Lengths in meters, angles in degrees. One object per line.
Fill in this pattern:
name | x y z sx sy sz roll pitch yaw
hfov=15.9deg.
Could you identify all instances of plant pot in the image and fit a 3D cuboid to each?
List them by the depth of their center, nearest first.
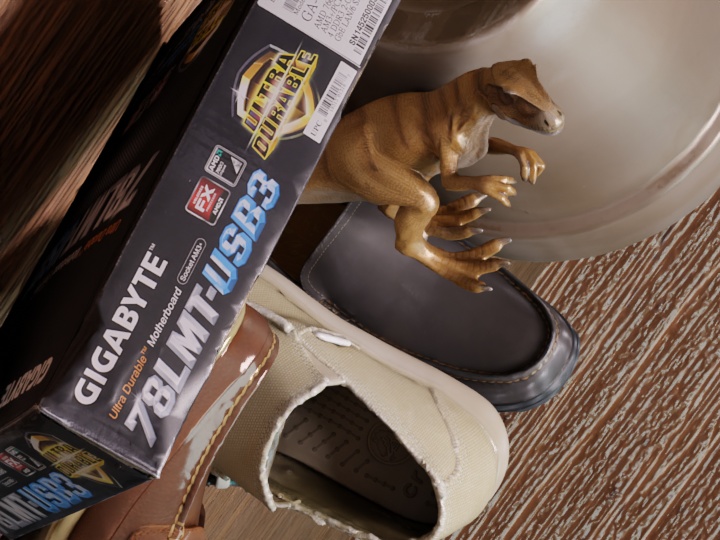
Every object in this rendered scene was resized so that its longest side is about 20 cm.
plant pot | 0.058 -0.118 1.042 0.200 0.200 0.173 -54 155 3

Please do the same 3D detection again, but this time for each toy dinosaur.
toy dinosaur | 0.005 -0.040 0.996 0.200 0.106 0.061 -18 -142 34

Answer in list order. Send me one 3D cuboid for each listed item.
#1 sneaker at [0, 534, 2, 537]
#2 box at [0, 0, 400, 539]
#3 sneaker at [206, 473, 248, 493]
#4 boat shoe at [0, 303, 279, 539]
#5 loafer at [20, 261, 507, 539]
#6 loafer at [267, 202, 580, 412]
sneaker | -0.152 0.085 0.998 0.200 0.076 0.116 -41 162 -55
box | -0.067 -0.014 0.857 0.199 0.050 0.200 -62 -169 -19
sneaker | -0.047 0.065 1.073 0.080 0.200 0.071 -52 151 -33
boat shoe | -0.084 0.094 0.935 0.200 0.067 0.072 -54 -168 19
loafer | -0.037 0.046 0.979 0.068 0.200 0.076 -75 -173 -69
loafer | 0.000 0.000 1.081 0.073 0.200 0.072 -57 148 -18
